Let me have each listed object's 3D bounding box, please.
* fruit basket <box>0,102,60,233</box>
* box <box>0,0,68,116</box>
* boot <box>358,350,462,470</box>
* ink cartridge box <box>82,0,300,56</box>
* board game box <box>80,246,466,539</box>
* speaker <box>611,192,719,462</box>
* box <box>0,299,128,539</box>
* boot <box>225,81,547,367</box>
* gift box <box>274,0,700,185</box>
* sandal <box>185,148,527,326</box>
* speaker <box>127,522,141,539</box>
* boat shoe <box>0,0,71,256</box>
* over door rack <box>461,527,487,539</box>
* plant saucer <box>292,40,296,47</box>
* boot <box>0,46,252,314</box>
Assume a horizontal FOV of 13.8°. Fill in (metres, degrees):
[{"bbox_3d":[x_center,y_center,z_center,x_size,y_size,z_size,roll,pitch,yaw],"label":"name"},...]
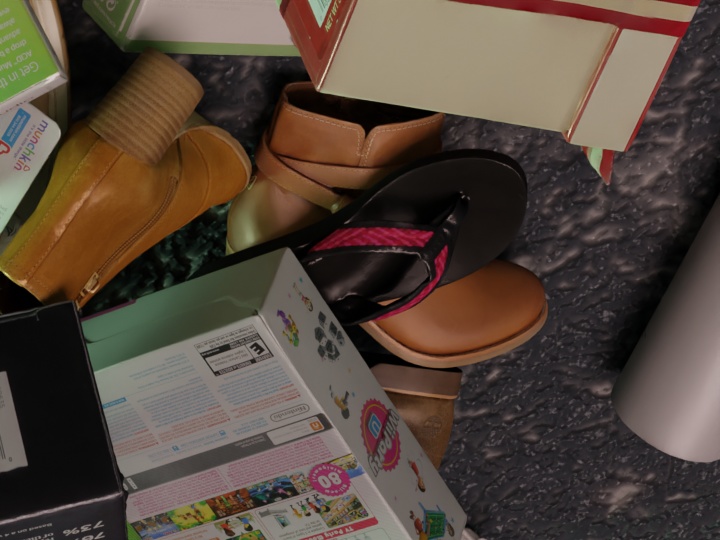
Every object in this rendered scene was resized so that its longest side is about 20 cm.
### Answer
[{"bbox_3d":[-0.260,-0.048,1.449,0.185,0.094,0.200,34,124,3],"label":"fruit basket"},{"bbox_3d":[-0.241,-0.141,1.358,0.144,0.200,0.036,-27,177,2],"label":"box"},{"bbox_3d":[-0.045,0.078,1.651,0.199,0.074,0.076,9,96,-11],"label":"boot"},{"bbox_3d":[-0.035,-0.196,1.450,0.145,0.048,0.200,-2,128,-42],"label":"ink cartridge box"},{"bbox_3d":[-0.057,0.099,1.593,0.147,0.064,0.200,-18,120,27],"label":"board game box"},{"bbox_3d":[0.221,0.013,1.729,0.081,0.081,0.200,9,123,-28],"label":"speaker"},{"bbox_3d":[-0.194,0.112,1.452,0.147,0.105,0.200,-13,158,-10],"label":"box"},{"bbox_3d":[0.027,-0.029,1.619,0.199,0.074,0.155,0,126,-23],"label":"boot"},{"bbox_3d":[0.070,-0.158,1.343,0.186,0.200,0.185,7,129,-25],"label":"gift box"},{"bbox_3d":[0.000,0.000,1.565,0.199,0.045,0.075,-24,121,10],"label":"sandal"},{"bbox_3d":[-0.161,0.161,1.690,0.088,0.089,0.200,-14,131,-11],"label":"speaker"},{"bbox_3d":[-0.184,-0.079,1.491,0.069,0.074,0.201,-8,127,-14],"label":"boat shoe"},{"bbox_3d":[-0.008,0.176,1.754,0.148,0.067,0.200,-45,131,-3],"label":"over door rack"},{"bbox_3d":[0.087,-0.178,1.511,0.200,0.037,0.200,1,128,-42],"label":"plant saucer"},{"bbox_3d":[-0.126,-0.026,1.488,0.144,0.071,0.201,-54,169,-7],"label":"boot"}]
